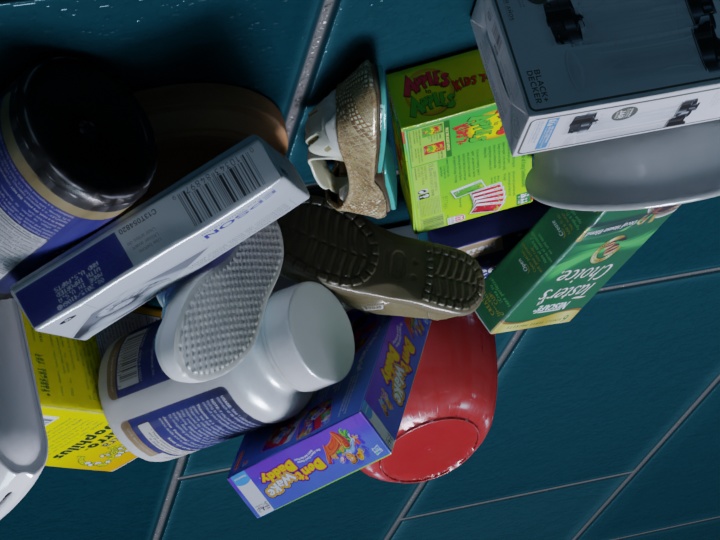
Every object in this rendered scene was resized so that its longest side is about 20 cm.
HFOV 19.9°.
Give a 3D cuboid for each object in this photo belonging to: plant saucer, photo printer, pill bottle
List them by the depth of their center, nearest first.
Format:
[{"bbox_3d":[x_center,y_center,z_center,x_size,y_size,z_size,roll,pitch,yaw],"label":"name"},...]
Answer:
[{"bbox_3d":[-0.235,-0.049,1.385,0.111,0.113,0.200,6,149,-43],"label":"pill bottle"},{"bbox_3d":[-0.148,-0.072,1.499,0.198,0.033,0.201,-13,157,-6],"label":"plant saucer"},{"bbox_3d":[-0.317,0.107,1.580,0.069,0.202,0.166,9,147,-46],"label":"photo printer"},{"bbox_3d":[-0.105,0.076,1.637,0.199,0.112,0.110,-21,159,35],"label":"pill bottle"}]

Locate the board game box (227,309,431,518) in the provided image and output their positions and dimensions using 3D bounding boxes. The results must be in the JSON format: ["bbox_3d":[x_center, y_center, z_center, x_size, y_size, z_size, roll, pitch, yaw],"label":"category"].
[{"bbox_3d":[-0.023,0.103,1.676,0.134,0.200,0.045,-28,111,25],"label":"board game box"}]

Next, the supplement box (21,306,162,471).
[{"bbox_3d":[-0.252,0.092,1.710,0.109,0.110,0.199,-30,154,31],"label":"supplement box"}]

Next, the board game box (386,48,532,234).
[{"bbox_3d":[0.079,-0.099,1.572,0.101,0.048,0.200,-16,158,-2],"label":"board game box"}]

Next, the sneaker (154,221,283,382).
[{"bbox_3d":[-0.120,0.026,1.522,0.081,0.074,0.200,-19,-159,27],"label":"sneaker"}]

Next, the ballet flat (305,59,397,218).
[{"bbox_3d":[-0.009,-0.091,1.513,0.065,0.071,0.200,-2,154,3],"label":"ballet flat"}]

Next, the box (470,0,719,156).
[{"bbox_3d":[0.188,-0.157,1.421,0.198,0.118,0.060,-12,158,-12],"label":"box"}]

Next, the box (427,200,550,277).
[{"bbox_3d":[0.123,-0.017,1.819,0.120,0.033,0.200,-16,157,0],"label":"box"}]

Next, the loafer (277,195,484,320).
[{"bbox_3d":[0.000,0.000,1.651,0.198,0.077,0.067,21,153,-11],"label":"loafer"}]

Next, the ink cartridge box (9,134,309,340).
[{"bbox_3d":[-0.131,-0.018,1.433,0.199,0.041,0.200,-32,175,4],"label":"ink cartridge box"}]

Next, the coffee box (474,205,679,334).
[{"bbox_3d":[0.193,-0.026,1.753,0.122,0.044,0.200,-6,145,-49],"label":"coffee box"}]

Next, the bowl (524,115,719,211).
[{"bbox_3d":[0.213,-0.117,1.516,0.199,0.091,0.201,-10,-163,3],"label":"bowl"}]

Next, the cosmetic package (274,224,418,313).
[{"bbox_3d":[-0.047,0.015,1.748,0.198,0.051,0.083,-11,157,-13],"label":"cosmetic package"}]

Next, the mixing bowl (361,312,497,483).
[{"bbox_3d":[0.046,0.121,1.852,0.198,0.109,0.201,-14,144,-10],"label":"mixing bowl"}]
